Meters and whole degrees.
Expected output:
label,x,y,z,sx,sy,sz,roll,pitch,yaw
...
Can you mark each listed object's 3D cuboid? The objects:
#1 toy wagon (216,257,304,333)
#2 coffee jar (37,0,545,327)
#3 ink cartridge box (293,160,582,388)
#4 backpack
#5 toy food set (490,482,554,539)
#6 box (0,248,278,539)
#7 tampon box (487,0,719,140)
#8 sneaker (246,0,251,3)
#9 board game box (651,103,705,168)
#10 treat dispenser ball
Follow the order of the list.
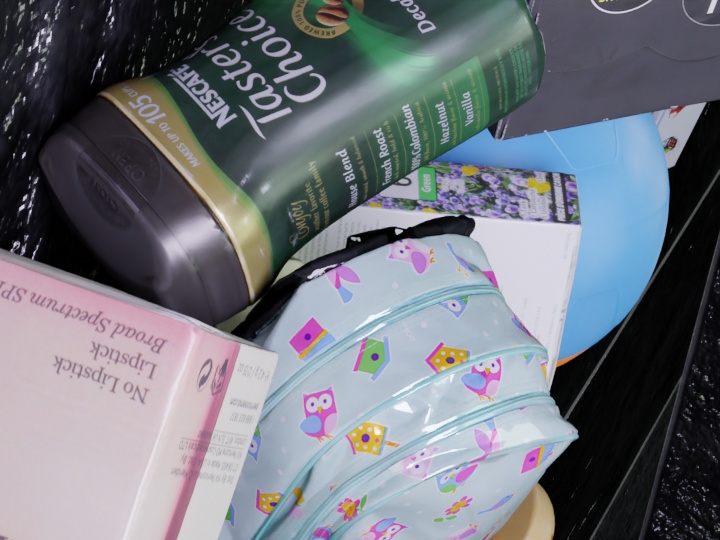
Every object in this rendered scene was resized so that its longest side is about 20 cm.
label,x,y,z,sx,sy,sz,roll,pitch,yaw
toy wagon,-0.067,0.093,1.189,0.155,0.039,0.201,0,99,-38
coffee jar,-0.029,-0.064,1.060,0.200,0.104,0.085,-38,153,-15
ink cartridge box,0.000,0.000,1.250,0.050,0.199,0.109,-90,-173,-54
backpack,0.003,0.066,1.081,0.166,0.127,0.200,-24,162,-35
toy food set,0.016,0.167,1.361,0.200,0.049,0.198,-53,-163,4
box,-0.130,0.099,0.960,0.109,0.127,0.201,28,81,-75
tampon box,0.095,-0.181,1.176,0.149,0.200,0.127,-12,142,-23
sneaker,-0.046,-0.172,1.059,0.113,0.071,0.201,-55,156,-48
board game box,0.152,-0.155,1.390,0.034,0.127,0.200,-19,155,-23
treat dispenser ball,0.063,-0.041,1.376,0.201,0.200,0.202,19,90,-76
